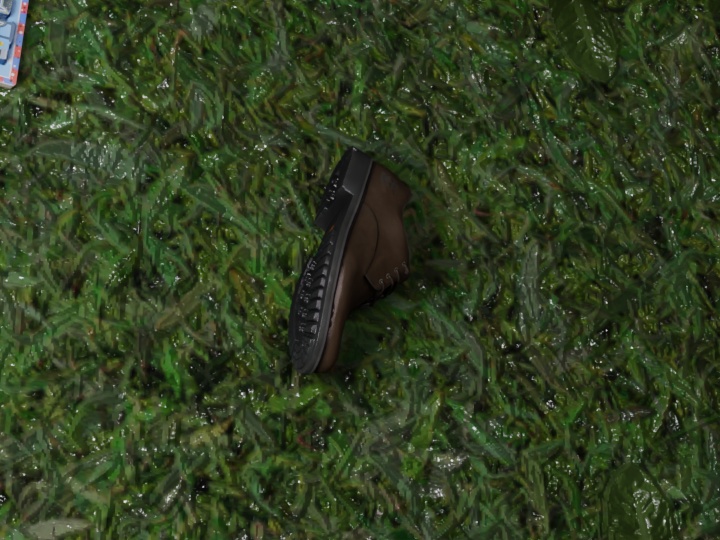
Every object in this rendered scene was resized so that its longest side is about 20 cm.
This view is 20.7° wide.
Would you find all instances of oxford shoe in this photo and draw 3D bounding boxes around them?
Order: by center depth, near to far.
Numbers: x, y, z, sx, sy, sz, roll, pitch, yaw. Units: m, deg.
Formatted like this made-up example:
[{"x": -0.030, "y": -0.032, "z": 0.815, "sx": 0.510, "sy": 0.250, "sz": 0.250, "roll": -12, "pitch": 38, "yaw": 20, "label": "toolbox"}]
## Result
[{"x": 0.000, "y": 0.000, "z": 1.520, "sx": 0.084, "sy": 0.073, "sz": 0.201, "roll": 28, "pitch": 57, "yaw": -14, "label": "oxford shoe"}]

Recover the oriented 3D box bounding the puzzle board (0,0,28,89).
[{"x": -0.324, "y": -0.245, "z": 1.513, "sx": 0.149, "sy": 0.017, "sz": 0.202, "roll": 14, "pitch": 61, "yaw": -20, "label": "puzzle board"}]
